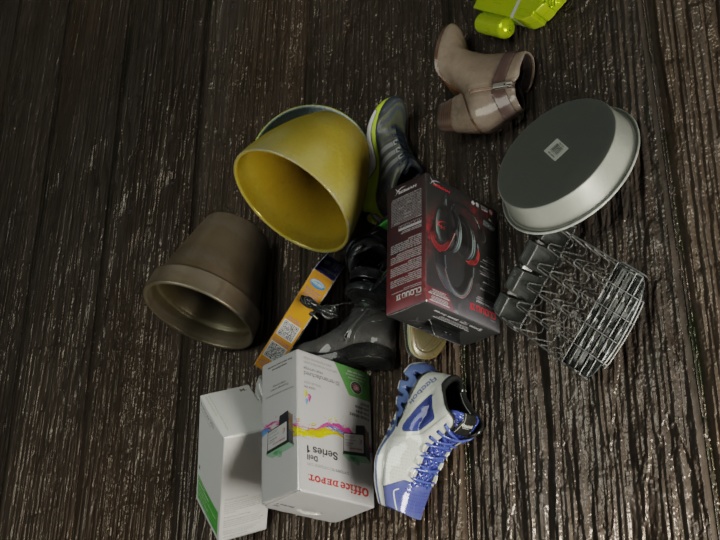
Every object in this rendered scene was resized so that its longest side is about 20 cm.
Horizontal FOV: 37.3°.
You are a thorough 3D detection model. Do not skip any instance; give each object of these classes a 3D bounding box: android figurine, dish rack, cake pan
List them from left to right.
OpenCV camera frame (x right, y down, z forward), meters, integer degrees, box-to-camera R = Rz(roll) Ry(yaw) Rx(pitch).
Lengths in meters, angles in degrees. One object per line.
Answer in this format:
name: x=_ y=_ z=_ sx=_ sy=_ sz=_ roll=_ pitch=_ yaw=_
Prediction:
android figurine: x=0.233 y=-0.417 z=1.528 sx=0.200 sy=0.041 sz=0.184 roll=35 pitch=100 yaw=52
cake pan: x=0.252 y=-0.137 z=1.333 sx=0.199 sy=0.037 sz=0.202 roll=-31 pitch=36 yaw=26
dish rack: x=0.255 y=0.034 z=1.283 sx=0.200 sy=0.054 sz=0.155 roll=38 pitch=104 yaw=48

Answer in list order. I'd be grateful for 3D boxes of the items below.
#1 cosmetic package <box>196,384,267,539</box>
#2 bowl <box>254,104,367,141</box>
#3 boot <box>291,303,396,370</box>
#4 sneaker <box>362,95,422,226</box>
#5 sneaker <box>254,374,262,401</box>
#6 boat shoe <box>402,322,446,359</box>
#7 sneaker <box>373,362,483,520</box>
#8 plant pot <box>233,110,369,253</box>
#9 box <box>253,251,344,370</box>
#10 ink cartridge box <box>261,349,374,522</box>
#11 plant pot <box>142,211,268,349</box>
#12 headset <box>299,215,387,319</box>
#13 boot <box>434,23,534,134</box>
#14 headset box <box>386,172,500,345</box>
cosmetic package: x=-0.188 y=0.287 z=1.588 sx=0.108 sy=0.084 sz=0.202 roll=47 pitch=139 yaw=50
bowl: x=-0.074 y=-0.152 z=1.687 sx=0.108 sy=0.198 sz=0.203 roll=61 pitch=-131 yaw=-86
boot: x=-0.012 y=0.080 z=1.572 sx=0.198 sy=0.070 sz=0.133 roll=-6 pitch=62 yaw=40
sneaker: x=0.057 y=-0.166 z=1.600 sx=0.080 sy=0.073 sz=0.203 roll=-7 pitch=75 yaw=40
sneaker: x=-0.118 y=0.249 z=1.609 sx=0.100 sy=0.077 sz=0.200 roll=-63 pitch=31 yaw=18
boat shoe: x=0.085 y=0.029 z=1.474 sx=0.066 sy=0.071 sz=0.204 roll=-23 pitch=55 yaw=52
sneaker: x=0.091 y=0.216 z=1.365 sx=0.114 sy=0.080 sz=0.202 roll=-3 pitch=69 yaw=50
plant pot: x=-0.064 y=-0.147 z=1.553 sx=0.199 sy=0.201 sz=0.143 roll=-1 pitch=45 yaw=49
box: x=-0.086 y=0.058 z=1.626 sx=0.201 sy=0.041 sz=0.119 roll=-55 pitch=1 yaw=14
ink cartridge box: x=-0.059 y=0.231 z=1.480 sx=0.083 sy=0.144 sz=0.203 roll=-27 pitch=54 yaw=39
plant pot: x=-0.238 y=0.005 z=1.779 sx=0.199 sy=0.200 sz=0.175 roll=-12 pitch=49 yaw=46
headset: x=0.000 y=0.000 z=1.490 sx=0.200 sy=0.093 sz=0.124 roll=-49 pitch=27 yaw=34
boot: x=0.178 y=-0.282 z=1.516 sx=0.145 sy=0.070 sz=0.203 roll=-13 pitch=64 yaw=38
headset box: x=0.108 y=-0.002 z=1.392 sx=0.075 sy=0.148 sz=0.203 roll=-22 pitch=56 yaw=41
